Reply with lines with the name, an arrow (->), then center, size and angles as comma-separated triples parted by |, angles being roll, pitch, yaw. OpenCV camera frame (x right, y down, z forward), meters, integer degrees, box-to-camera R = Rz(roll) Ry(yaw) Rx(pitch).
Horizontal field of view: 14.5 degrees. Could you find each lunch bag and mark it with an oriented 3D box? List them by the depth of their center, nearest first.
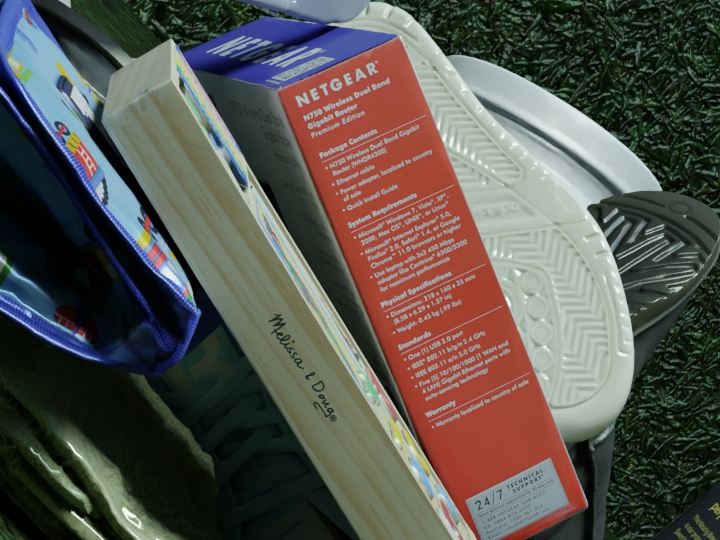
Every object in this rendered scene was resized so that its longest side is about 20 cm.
lunch bag -> -0.120, -0.041, 0.831 | 0.200, 0.094, 0.151 | 42, 4, -14

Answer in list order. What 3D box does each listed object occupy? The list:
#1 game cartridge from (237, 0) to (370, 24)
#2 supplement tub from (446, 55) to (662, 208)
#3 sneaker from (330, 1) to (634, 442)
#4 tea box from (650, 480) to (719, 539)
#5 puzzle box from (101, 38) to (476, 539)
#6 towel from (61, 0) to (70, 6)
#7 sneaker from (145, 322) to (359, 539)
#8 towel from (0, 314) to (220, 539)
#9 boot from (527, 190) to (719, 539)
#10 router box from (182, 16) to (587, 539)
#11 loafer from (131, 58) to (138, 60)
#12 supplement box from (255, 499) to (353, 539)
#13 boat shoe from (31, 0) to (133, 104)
game cartridge -> -0.100, -0.136, 0.979 | 0.133, 0.041, 0.200 | 33, 14, 37
supplement tub -> 0.036, 0.018, 1.297 | 0.140, 0.200, 0.140 | 32, -8, 5
sneaker -> 0.046, -0.008, 1.143 | 0.200, 0.077, 0.111 | 54, -6, 19
tea box -> 0.160, 0.200, 1.085 | 0.134, 0.197, 0.200 | 47, 4, -24
puzzle box -> -0.017, 0.024, 0.877 | 0.200, 0.025, 0.133 | 59, 1, -11
towel -> -0.121, -0.062, 1.084 | 0.149, 0.031, 0.200 | 15, 58, -75
sneaker -> -0.056, 0.041, 1.022 | 0.200, 0.074, 0.082 | 61, 10, 21
towel -> -0.096, 0.040, 0.900 | 0.148, 0.036, 0.200 | 50, 3, -10
boot -> 0.095, 0.085, 1.234 | 0.073, 0.182, 0.200 | 26, -36, 35
router box -> 0.000, 0.000, 1.044 | 0.180, 0.049, 0.200 | 68, -11, -12
loafer -> -0.059, -0.004, 1.188 | 0.076, 0.068, 0.200 | 56, 19, -73
supplement box -> 0.034, 0.169, 0.921 | 0.200, 0.061, 0.109 | 45, 5, -42
boat shoe -> -0.152, -0.070, 0.948 | 0.199, 0.074, 0.066 | 36, 38, -26
